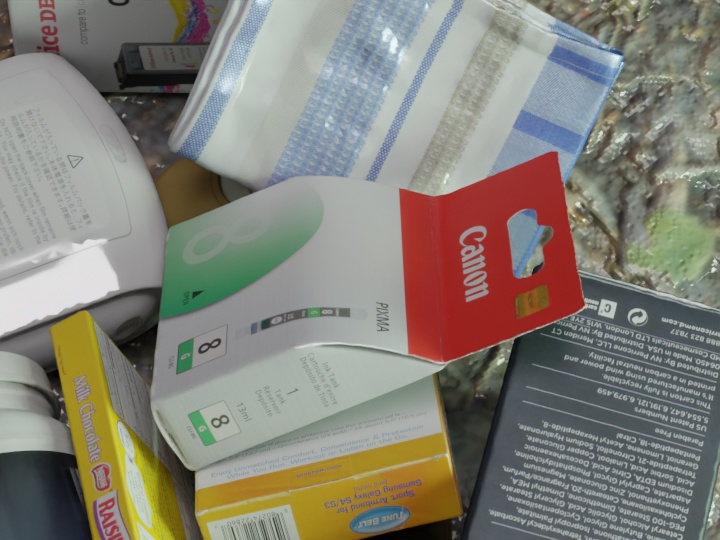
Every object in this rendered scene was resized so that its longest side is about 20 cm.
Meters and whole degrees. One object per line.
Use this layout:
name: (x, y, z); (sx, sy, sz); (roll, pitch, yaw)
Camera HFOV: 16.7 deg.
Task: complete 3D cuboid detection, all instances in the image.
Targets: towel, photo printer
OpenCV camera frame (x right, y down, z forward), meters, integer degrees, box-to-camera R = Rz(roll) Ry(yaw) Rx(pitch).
towel: (0.017, -0.085, 1.221); (0.199, 0.024, 0.148); (24, 103, -9)
photo printer: (-0.201, -0.017, 1.244); (0.199, 0.070, 0.167); (-21, 65, -15)

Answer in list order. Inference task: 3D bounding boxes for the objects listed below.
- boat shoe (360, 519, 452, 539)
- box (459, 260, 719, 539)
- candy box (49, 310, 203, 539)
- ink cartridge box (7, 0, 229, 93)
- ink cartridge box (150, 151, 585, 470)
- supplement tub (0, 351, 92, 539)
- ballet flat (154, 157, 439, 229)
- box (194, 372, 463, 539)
boat shoe: (-0.010, 0.165, 1.141); (0.074, 0.066, 0.201); (36, 40, -12)
box: (0.101, 0.126, 1.147); (0.106, 0.149, 0.201); (14, 62, 4)
candy box: (-0.095, 0.120, 1.116); (0.026, 0.102, 0.201); (-24, 46, 6)
ink cartridge box: (-0.086, -0.163, 1.286); (0.198, 0.148, 0.086); (-1, 62, -4)
ink cartridge box: (0.000, 0.000, 1.153); (0.199, 0.050, 0.161); (-24, 28, 12)
supplement tub: (-0.172, 0.153, 1.116); (0.139, 0.141, 0.201); (-17, 65, -13)
ballet flat: (-0.011, -0.044, 1.277); (0.198, 0.063, 0.069); (4, 61, -2)
box: (-0.020, 0.061, 1.179); (0.118, 0.042, 0.200); (-13, 28, 4)
